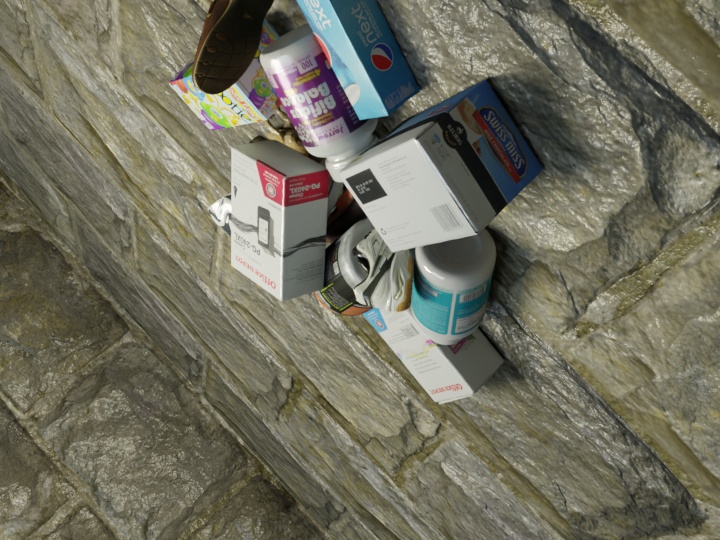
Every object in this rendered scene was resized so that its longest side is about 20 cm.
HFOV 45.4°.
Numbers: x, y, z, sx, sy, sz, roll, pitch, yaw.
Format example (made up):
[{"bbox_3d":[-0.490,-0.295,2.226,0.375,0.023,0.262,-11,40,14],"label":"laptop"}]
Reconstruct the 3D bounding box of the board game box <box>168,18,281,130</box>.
[{"bbox_3d":[-0.187,-0.289,1.297,0.105,0.103,0.199,48,158,-26],"label":"board game box"}]

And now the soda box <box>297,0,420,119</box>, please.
[{"bbox_3d":[-0.008,-0.291,1.066,0.068,0.064,0.201,6,130,56],"label":"soda box"}]

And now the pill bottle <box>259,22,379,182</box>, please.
[{"bbox_3d":[-0.044,-0.225,1.159,0.112,0.112,0.201,9,134,54],"label":"pill bottle"}]

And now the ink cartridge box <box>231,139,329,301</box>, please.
[{"bbox_3d":[-0.123,-0.075,1.286,0.145,0.083,0.201,31,127,42],"label":"ink cartridge box"}]

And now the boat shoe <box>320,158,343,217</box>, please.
[{"bbox_3d":[-0.075,-0.120,1.326,0.069,0.071,0.200,19,134,-13],"label":"boat shoe"}]

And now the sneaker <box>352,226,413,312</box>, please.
[{"bbox_3d":[0.033,-0.043,1.192,0.087,0.201,0.076,4,155,5],"label":"sneaker"}]

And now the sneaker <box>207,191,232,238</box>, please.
[{"bbox_3d":[-0.149,-0.094,1.411,0.198,0.080,0.130,-29,100,29],"label":"sneaker"}]

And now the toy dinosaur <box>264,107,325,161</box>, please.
[{"bbox_3d":[-0.118,-0.214,1.362,0.199,0.058,0.102,23,146,44],"label":"toy dinosaur"}]

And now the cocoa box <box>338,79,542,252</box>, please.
[{"bbox_3d":[0.093,-0.121,1.052,0.134,0.131,0.200,54,155,-12],"label":"cocoa box"}]

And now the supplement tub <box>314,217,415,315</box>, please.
[{"bbox_3d":[0.000,0.000,1.322,0.123,0.122,0.200,51,155,-3],"label":"supplement tub"}]

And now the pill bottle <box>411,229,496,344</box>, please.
[{"bbox_3d":[0.128,0.025,1.224,0.111,0.111,0.201,38,152,24],"label":"pill bottle"}]

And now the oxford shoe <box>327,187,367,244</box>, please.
[{"bbox_3d":[-0.013,-0.077,1.367,0.072,0.071,0.200,42,155,1],"label":"oxford shoe"}]

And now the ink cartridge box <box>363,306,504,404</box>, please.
[{"bbox_3d":[0.116,0.109,1.392,0.200,0.085,0.144,52,155,-3],"label":"ink cartridge box"}]

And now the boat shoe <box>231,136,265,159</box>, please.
[{"bbox_3d":[-0.138,-0.147,1.474,0.200,0.068,0.072,38,152,24],"label":"boat shoe"}]

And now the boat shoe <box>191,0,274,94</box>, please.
[{"bbox_3d":[-0.173,-0.331,1.158,0.072,0.201,0.067,24,180,-38],"label":"boat shoe"}]
